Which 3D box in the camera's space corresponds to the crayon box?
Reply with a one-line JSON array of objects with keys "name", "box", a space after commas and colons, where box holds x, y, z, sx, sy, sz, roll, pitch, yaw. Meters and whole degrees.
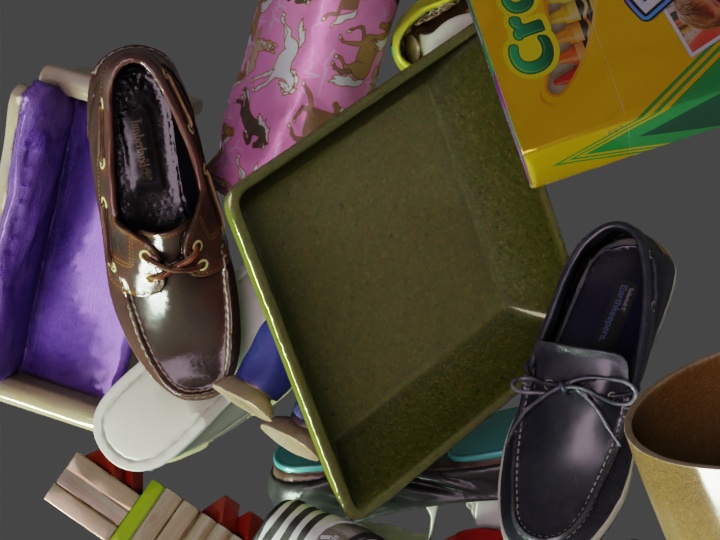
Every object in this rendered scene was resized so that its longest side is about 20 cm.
[{"name": "crayon box", "box": [0.137, -0.165, 1.291, 0.172, 0.058, 0.200, -18, 71, 1]}]

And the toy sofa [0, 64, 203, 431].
[{"name": "toy sofa", "box": [-0.162, -0.013, 1.442, 0.083, 0.098, 0.200, 17, 102, 14]}]

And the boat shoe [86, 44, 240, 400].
[{"name": "boat shoe", "box": [-0.110, -0.023, 1.366, 0.070, 0.070, 0.200, -16, 96, -7]}]

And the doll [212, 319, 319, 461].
[{"name": "doll", "box": [0.000, 0.000, 1.378, 0.136, 0.048, 0.200, 42, 74, -30]}]

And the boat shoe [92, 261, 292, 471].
[{"name": "boat shoe", "box": [-0.064, 0.043, 1.435, 0.202, 0.060, 0.072, -37, 84, -1]}]

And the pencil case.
[{"name": "pencil case", "box": [-0.028, -0.126, 1.392, 0.083, 0.087, 0.200, 12, 102, -9]}]

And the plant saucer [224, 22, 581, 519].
[{"name": "plant saucer", "box": [0.017, -0.003, 1.328, 0.048, 0.200, 0.200, 8, 126, 48]}]

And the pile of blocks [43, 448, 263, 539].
[{"name": "pile of blocks", "box": [-0.095, 0.157, 1.455, 0.200, 0.082, 0.062, 31, 81, 29]}]

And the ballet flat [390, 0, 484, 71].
[{"name": "ballet flat", "box": [0.109, -0.136, 1.356, 0.200, 0.067, 0.067, -10, 93, 18]}]

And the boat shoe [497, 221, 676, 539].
[{"name": "boat shoe", "box": [0.118, 0.063, 1.339, 0.075, 0.062, 0.200, 12, 70, 24]}]

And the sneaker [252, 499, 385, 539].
[{"name": "sneaker", "box": [0.000, 0.190, 1.369, 0.076, 0.201, 0.115, -42, 47, -19]}]

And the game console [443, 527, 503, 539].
[{"name": "game console", "box": [0.049, 0.250, 1.434, 0.200, 0.031, 0.177, -30, 107, 24]}]

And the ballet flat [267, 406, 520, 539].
[{"name": "ballet flat", "box": [0.048, 0.118, 1.416, 0.200, 0.068, 0.068, -8, 111, 13]}]

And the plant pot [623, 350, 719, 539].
[{"name": "plant pot", "box": [0.246, 0.153, 1.283, 0.186, 0.186, 0.200, -9, 106, 18]}]
